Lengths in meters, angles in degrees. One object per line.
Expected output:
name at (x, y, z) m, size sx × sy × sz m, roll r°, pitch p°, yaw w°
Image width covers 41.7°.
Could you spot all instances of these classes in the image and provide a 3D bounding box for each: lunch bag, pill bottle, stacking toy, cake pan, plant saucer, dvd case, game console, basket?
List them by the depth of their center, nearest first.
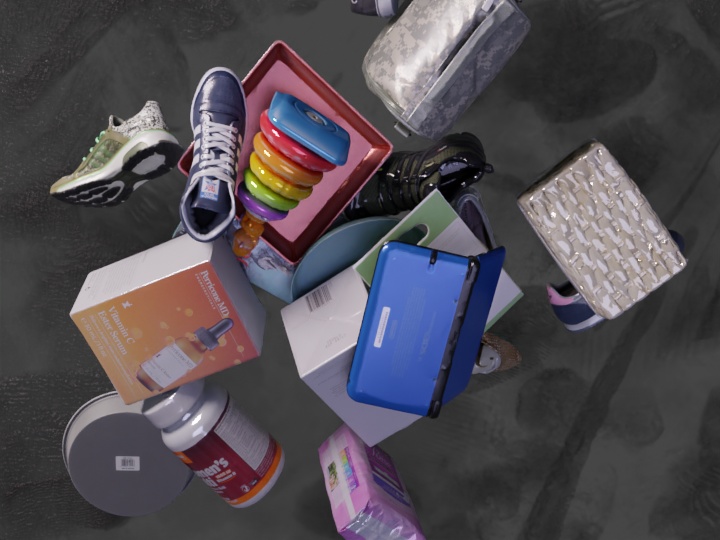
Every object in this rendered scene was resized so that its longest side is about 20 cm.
lunch bag at (0.102, -0.255, 1.098) m, size 0.138 × 0.168 × 0.201 m, roll 35°, pitch 105°, yaw -18°
stacking toy at (-0.104, -0.101, 1.133) m, size 0.109 × 0.117 × 0.201 m, roll 29°, pitch 112°, yaw -11°
game console at (0.082, 0.061, 1.146) m, size 0.167 × 0.119 × 0.204 m, roll 12°, pitch 106°, yaw -6°
plant saucer at (-0.093, -0.145, 1.182) m, size 0.199 × 0.037 × 0.201 m, roll 40°, pitch 96°, yaw -16°
basket at (0.301, -0.051, 1.195) m, size 0.135 × 0.123 × 0.201 m, roll -37°, pitch 89°, yaw 10°
plant saucer at (0.000, 0.000, 1.235) m, size 0.196 × 0.028 × 0.202 m, roll -15°, pitch 139°, yaw -13°
dvd case at (-0.127, -0.054, 1.242) m, size 0.198 × 0.022 × 0.147 m, roll 31°, pitch 107°, yaw -15°
pill bottle at (-0.202, 0.224, 1.298) m, size 0.109 × 0.110 × 0.201 m, roll -36°, pitch 115°, yaw 10°
cake pan at (-0.328, 0.267, 1.350) m, size 0.196 × 0.037 × 0.204 m, roll -2°, pitch 113°, yaw -4°

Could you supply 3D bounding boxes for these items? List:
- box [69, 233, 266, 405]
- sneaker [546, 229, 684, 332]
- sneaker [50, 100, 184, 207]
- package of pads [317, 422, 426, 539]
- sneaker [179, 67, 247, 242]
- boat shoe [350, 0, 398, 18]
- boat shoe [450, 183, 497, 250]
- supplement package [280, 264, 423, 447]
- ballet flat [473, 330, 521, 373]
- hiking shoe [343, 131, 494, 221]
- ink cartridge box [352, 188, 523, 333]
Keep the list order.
box at (-0.242, 0.056, 1.218) m, size 0.197 × 0.107 × 0.154 m, roll -21°, pitch 116°, yaw 10°
sneaker at (0.343, -0.001, 1.282) m, size 0.199 × 0.070 × 0.082 m, roll -39°, pitch 113°, yaw 9°
sneaker at (-0.304, -0.143, 1.171) m, size 0.197 × 0.090 × 0.077 m, roll -23°, pitch 155°, yaw 22°
package of pads at (0.013, 0.313, 1.313) m, size 0.076 × 0.200 × 0.120 m, roll -44°, pitch 114°, yaw 8°
sneaker at (-0.169, -0.130, 1.098) m, size 0.069 × 0.109 × 0.204 m, roll 8°, pitch 103°, yaw -11°
boat shoe at (0.008, -0.395, 1.089) m, size 0.065 × 0.070 × 0.204 m, roll 2°, pitch 111°, yaw 14°
boat shoe at (0.152, -0.016, 1.260) m, size 0.073 × 0.065 × 0.206 m, roll -11°, pitch 113°, yaw 0°
supplement package at (0.003, 0.115, 1.238) m, size 0.120 × 0.121 × 0.201 m, roll -30°, pitch 135°, yaw 7°
ballet flat at (0.138, 0.106, 1.301) m, size 0.197 × 0.066 × 0.071 m, roll 26°, pitch 133°, yaw -18°
hiking shoe at (0.068, -0.111, 1.192) m, size 0.197 × 0.101 × 0.077 m, roll -26°, pitch 113°, yaw 6°
ink cartridge box at (0.096, 0.008, 1.195) m, size 0.145 × 0.048 × 0.200 m, roll -42°, pitch 114°, yaw 2°
